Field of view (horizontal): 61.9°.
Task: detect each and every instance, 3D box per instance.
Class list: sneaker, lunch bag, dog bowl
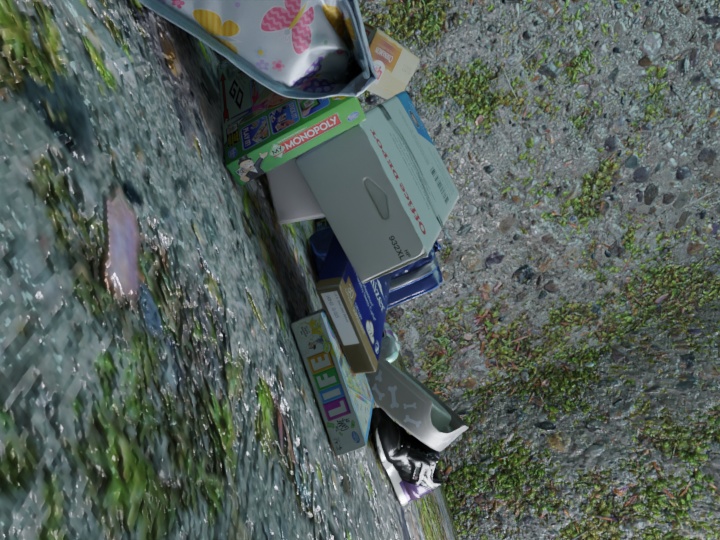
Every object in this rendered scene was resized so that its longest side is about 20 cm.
[{"bbox_3d":[0.008,0.081,1.174,0.142,0.077,0.201,66,-4,-38],"label":"sneaker"},{"bbox_3d":[0.072,0.272,0.919,0.076,0.086,0.203,-106,175,-54],"label":"sneaker"},{"bbox_3d":[-0.075,-0.241,0.485,0.198,0.127,0.171,31,27,-31],"label":"lunch bag"},{"bbox_3d":[0.073,0.198,0.929,0.199,0.059,0.200,39,-2,2],"label":"dog bowl"},{"bbox_3d":[0.031,-0.012,0.919,0.136,0.196,0.135,-117,-172,-69],"label":"lunch bag"}]

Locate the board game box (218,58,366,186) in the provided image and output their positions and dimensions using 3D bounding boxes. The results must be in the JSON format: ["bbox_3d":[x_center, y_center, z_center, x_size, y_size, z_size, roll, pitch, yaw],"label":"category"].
[{"bbox_3d":[-0.077,-0.183,0.604,0.029,0.132,0.202,55,13,-44],"label":"board game box"}]

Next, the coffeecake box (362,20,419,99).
[{"bbox_3d":[-0.037,-0.320,0.827,0.198,0.074,0.153,36,18,19],"label":"coffeecake box"}]

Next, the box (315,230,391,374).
[{"bbox_3d":[0.000,0.000,0.686,0.202,0.032,0.123,-79,153,-51],"label":"box"}]

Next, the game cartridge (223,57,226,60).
[{"bbox_3d":[-0.173,-0.336,0.812,0.130,0.038,0.204,47,24,-73],"label":"game cartridge"}]

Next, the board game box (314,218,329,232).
[{"bbox_3d":[0.015,-0.090,1.093,0.166,0.196,0.058,-104,174,-68],"label":"board game box"}]

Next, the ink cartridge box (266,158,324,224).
[{"bbox_3d":[-0.076,-0.169,0.763,0.201,0.083,0.151,-94,175,-62],"label":"ink cartridge box"}]

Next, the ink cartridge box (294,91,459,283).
[{"bbox_3d":[0.028,-0.099,0.659,0.147,0.083,0.200,60,27,-12],"label":"ink cartridge box"}]

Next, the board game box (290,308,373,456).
[{"bbox_3d":[-0.025,0.110,0.677,0.200,0.034,0.137,7,64,-86],"label":"board game box"}]
